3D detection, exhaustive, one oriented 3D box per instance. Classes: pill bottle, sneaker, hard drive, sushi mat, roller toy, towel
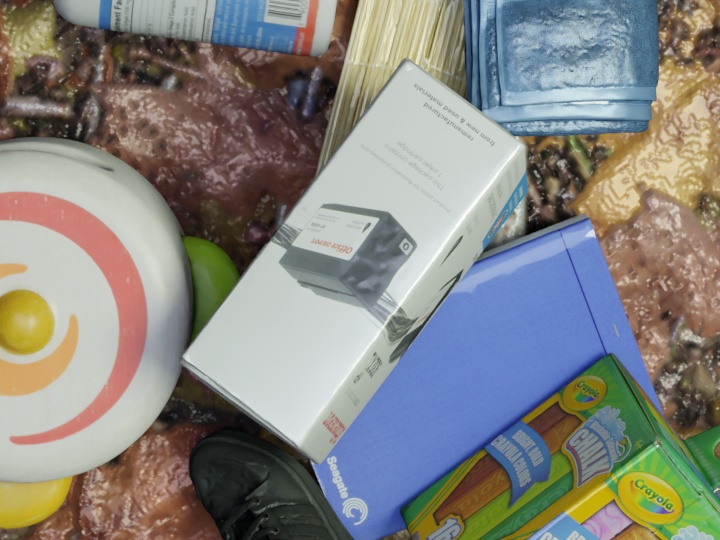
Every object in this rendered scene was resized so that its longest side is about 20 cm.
[{"bbox_3d":[-0.109,-0.185,1.588,0.199,0.112,0.113,8,96,-2],"label":"pill bottle"},{"bbox_3d":[-0.038,0.178,1.615,0.200,0.104,0.060,47,117,7],"label":"sneaker"},{"bbox_3d":[0.060,0.065,1.658,0.199,0.025,0.132,-22,104,1],"label":"hard drive"},{"bbox_3d":[0.026,-0.071,1.654,0.095,0.012,0.201,14,96,-4],"label":"sushi mat"},{"bbox_3d":[-0.184,0.022,1.595,0.200,0.140,0.183,-43,96,4],"label":"roller toy"},{"bbox_3d":[0.112,-0.176,1.617,0.111,0.049,0.201,-2,91,-5],"label":"towel"}]

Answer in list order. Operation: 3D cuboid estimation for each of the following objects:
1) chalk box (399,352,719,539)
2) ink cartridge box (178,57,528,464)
[{"bbox_3d":[0.143,0.141,1.612,0.200,0.125,0.124,-38,112,5],"label":"chalk box"},{"bbox_3d":[0.000,0.000,1.562,0.084,0.145,0.200,37,86,7],"label":"ink cartridge box"}]
